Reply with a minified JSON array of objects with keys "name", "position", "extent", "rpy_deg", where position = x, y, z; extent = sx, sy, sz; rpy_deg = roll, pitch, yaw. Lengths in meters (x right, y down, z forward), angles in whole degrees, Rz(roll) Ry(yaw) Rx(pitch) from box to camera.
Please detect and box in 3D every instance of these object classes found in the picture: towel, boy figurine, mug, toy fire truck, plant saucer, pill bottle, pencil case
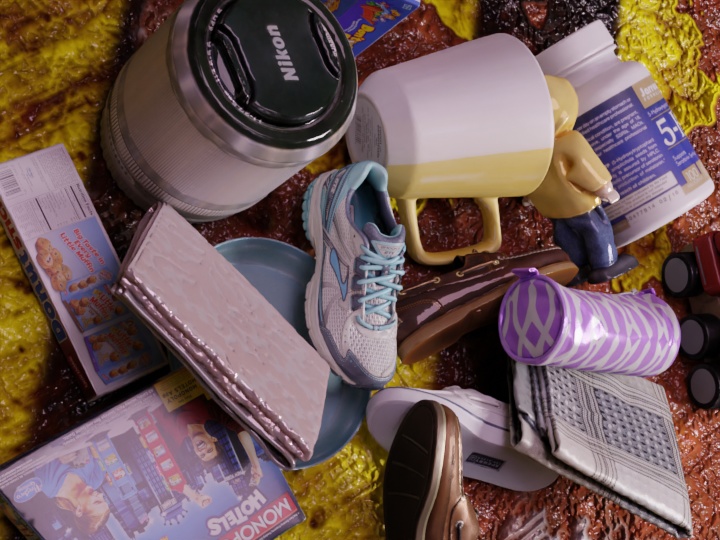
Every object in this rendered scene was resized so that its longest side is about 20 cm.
[{"name":"towel","position":[0.215,0.130,1.440],"extent":[0.200,0.035,0.193],"rpy_deg":[28,35,-19]},{"name":"boy figurine","position":[0.189,-0.085,1.488],"extent":[0.064,0.124,0.201],"rpy_deg":[-24,97,-31]},{"name":"mug","position":[0.077,-0.113,1.428],"extent":[0.153,0.149,0.187],"rpy_deg":[-11,73,-25]},{"name":"toy fire truck","position":[0.388,0.036,1.523],"extent":[0.128,0.200,0.177],"rpy_deg":[-2,75,-32]},{"name":"plant saucer","position":[-0.078,0.071,1.326],"extent":[0.200,0.027,0.201],"rpy_deg":[15,63,-31]},{"name":"towel","position":[-0.103,0.045,1.220],"extent":[0.200,0.032,0.191],"rpy_deg":[47,14,-12]},{"name":"pill bottle","position":[0.244,-0.135,1.545],"extent":[0.120,0.120,0.200],"rpy_deg":[-31,91,-35]},{"name":"pencil case","position":[0.209,0.049,1.428],"extent":[0.200,0.084,0.086],"rpy_deg":[8,83,-48]}]

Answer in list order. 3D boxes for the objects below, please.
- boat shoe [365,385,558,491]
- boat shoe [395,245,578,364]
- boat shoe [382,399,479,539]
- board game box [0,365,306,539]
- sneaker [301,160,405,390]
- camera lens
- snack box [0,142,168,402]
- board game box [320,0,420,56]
[{"name":"boat shoe","position":[0.086,0.137,1.393],"extent":[0.200,0.074,0.065],"rpy_deg":[26,34,-30]},{"name":"boat shoe","position":[0.102,0.014,1.427],"extent":[0.200,0.070,0.070],"rpy_deg":[-21,64,-27]},{"name":"boat shoe","position":[0.061,0.206,1.325],"extent":[0.068,0.072,0.201],"rpy_deg":[5,98,-28]},{"name":"board game box","position":[-0.154,0.196,1.208],"extent":[0.200,0.062,0.200],"rpy_deg":[-28,93,-23]},{"name":"sneaker","position":[0.000,0.000,1.339],"extent":[0.077,0.086,0.201],"rpy_deg":[3,69,-36]},{"name":"camera lens","position":[-0.108,-0.136,1.282],"extent":[0.160,0.200,0.161],"rpy_deg":[11,68,-28]},{"name":"snack box","position":[-0.228,0.000,1.269],"extent":[0.072,0.024,0.200],"rpy_deg":[-24,87,-37]},{"name":"board game box","position":[-0.013,-0.252,1.381],"extent":[0.045,0.200,0.135],"rpy_deg":[18,65,-25]}]
